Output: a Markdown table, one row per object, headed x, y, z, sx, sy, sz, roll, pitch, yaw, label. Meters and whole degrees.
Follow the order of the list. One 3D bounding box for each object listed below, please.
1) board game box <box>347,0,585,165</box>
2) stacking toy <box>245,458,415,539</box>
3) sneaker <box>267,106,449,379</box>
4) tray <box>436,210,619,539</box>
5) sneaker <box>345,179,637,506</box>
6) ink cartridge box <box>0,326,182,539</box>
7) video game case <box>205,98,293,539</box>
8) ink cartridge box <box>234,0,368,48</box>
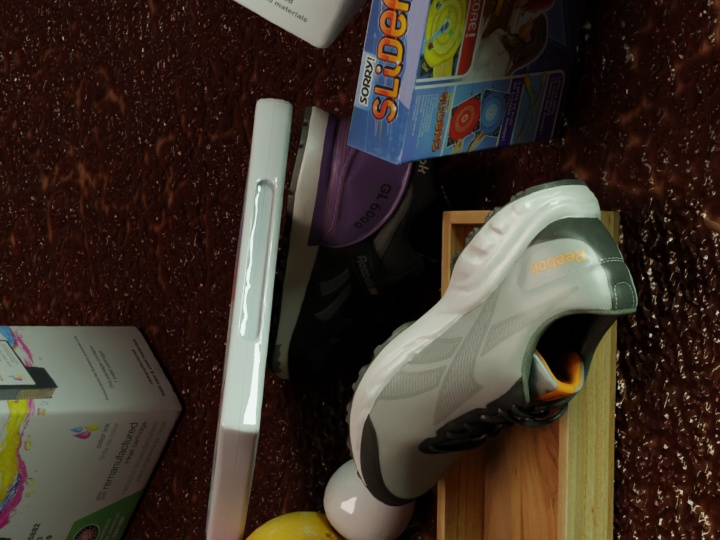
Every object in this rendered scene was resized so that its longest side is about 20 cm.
| x | y | z | sx | sy | sz | roll | pitch | yaw | label |
| --- | --- | --- | --- | --- | --- | --- | --- | --- | --- |
| 0.064 | -0.155 | 1.019 | 0.034 | 0.135 | 0.202 | 22 | 110 | 34 | board game box |
| -0.033 | 0.182 | 1.190 | 0.201 | 0.146 | 0.146 | -54 | 46 | 12 | stacking toy |
| 0.000 | 0.000 | 1.163 | 0.201 | 0.087 | 0.076 | 101 | 178 | -54 | sneaker |
| 0.082 | 0.071 | 1.082 | 0.098 | 0.037 | 0.202 | 1 | 91 | 53 | tray |
| 0.059 | 0.050 | 1.027 | 0.080 | 0.074 | 0.201 | 58 | 132 | 29 | sneaker |
| -0.234 | 0.113 | 1.368 | 0.084 | 0.199 | 0.145 | 55 | 131 | 38 | ink cartridge box |
| -0.061 | 0.034 | 1.169 | 0.200 | 0.023 | 0.184 | 102 | 174 | -65 | video game case |
| 0.007 | -0.234 | 1.090 | 0.082 | 0.146 | 0.201 | 29 | 120 | 4 | ink cartridge box |
